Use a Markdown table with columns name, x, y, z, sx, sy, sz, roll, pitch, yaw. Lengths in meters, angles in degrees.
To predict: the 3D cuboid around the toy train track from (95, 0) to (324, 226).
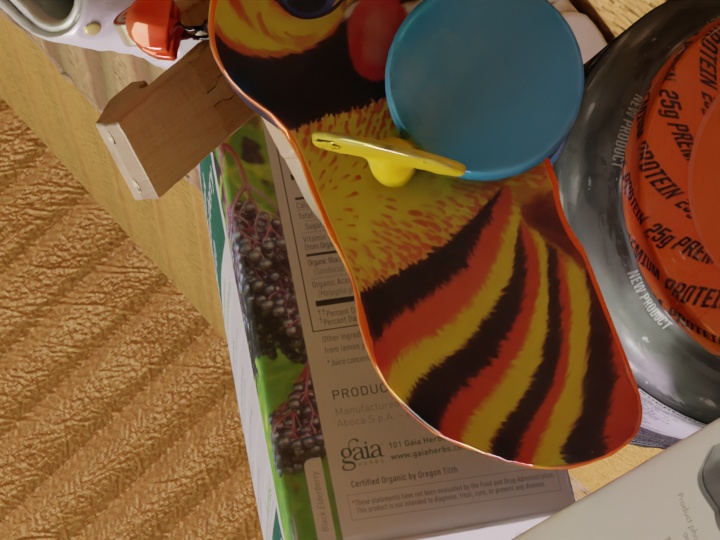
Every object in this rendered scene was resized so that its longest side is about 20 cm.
| name | x | y | z | sx | sy | sz | roll | pitch | yaw |
| --- | --- | --- | --- | --- | --- | --- | --- | --- | --- |
| toy train track | -0.006 | -0.084 | 0.788 | 0.032 | 0.200 | 0.115 | -1 | 123 | 47 |

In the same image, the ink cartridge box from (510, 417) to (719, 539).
| name | x | y | z | sx | sy | sz | roll | pitch | yaw |
| --- | --- | --- | --- | --- | --- | --- | --- | --- | --- |
| ink cartridge box | 0.146 | 0.054 | 0.699 | 0.115 | 0.200 | 0.068 | 1 | -118 | -49 |

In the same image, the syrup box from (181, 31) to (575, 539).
| name | x | y | z | sx | sy | sz | roll | pitch | yaw |
| --- | --- | --- | --- | --- | --- | --- | --- | --- | --- |
| syrup box | 0.000 | 0.000 | 0.831 | 0.079 | 0.081 | 0.201 | 99 | 161 | -62 |

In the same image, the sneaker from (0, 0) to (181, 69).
| name | x | y | z | sx | sy | sz | roll | pitch | yaw |
| --- | --- | --- | --- | --- | --- | --- | --- | --- | --- |
| sneaker | -0.113 | -0.161 | 1.171 | 0.115 | 0.074 | 0.201 | 10 | -141 | -38 |

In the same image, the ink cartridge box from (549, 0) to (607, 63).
| name | x | y | z | sx | sy | sz | roll | pitch | yaw |
| --- | --- | --- | --- | --- | --- | --- | --- | --- | --- |
| ink cartridge box | 0.053 | -0.035 | 1.106 | 0.146 | 0.084 | 0.200 | 50 | 172 | -18 |

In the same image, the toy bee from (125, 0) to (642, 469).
| name | x | y | z | sx | sy | sz | roll | pitch | yaw |
| --- | --- | --- | --- | --- | --- | --- | --- | --- | --- |
| toy bee | 0.001 | -0.043 | 0.710 | 0.131 | 0.108 | 0.201 | 74 | -174 | -66 |

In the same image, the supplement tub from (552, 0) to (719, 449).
| name | x | y | z | sx | sy | sz | roll | pitch | yaw |
| --- | --- | --- | --- | --- | --- | --- | --- | --- | --- |
| supplement tub | 0.103 | -0.013 | 0.806 | 0.123 | 0.122 | 0.200 | 48 | 171 | -1 |
